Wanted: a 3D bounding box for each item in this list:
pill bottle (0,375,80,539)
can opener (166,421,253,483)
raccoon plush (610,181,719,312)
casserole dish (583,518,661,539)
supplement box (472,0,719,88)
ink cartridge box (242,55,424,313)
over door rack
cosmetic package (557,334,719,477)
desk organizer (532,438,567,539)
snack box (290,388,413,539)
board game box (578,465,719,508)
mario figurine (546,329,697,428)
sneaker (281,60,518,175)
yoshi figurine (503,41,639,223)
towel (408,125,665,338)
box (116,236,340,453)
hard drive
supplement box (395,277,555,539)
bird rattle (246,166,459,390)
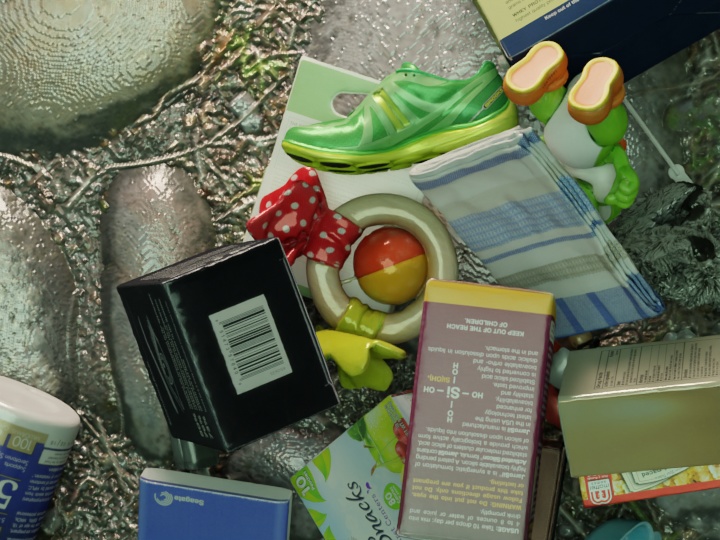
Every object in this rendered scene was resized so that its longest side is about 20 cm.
[{"bbox_3d":[-0.338,0.201,1.610,0.119,0.120,0.200,22,94,6],"label":"pill bottle"},{"bbox_3d":[-0.138,0.159,1.625,0.066,0.053,0.201,-16,91,-27],"label":"can opener"},{"bbox_3d":[0.259,0.008,1.546,0.200,0.097,0.134,-16,129,33],"label":"raccoon plush"},{"bbox_3d":[0.184,0.287,1.528,0.039,0.121,0.200,25,52,35],"label":"casserole dish"},{"bbox_3d":[0.181,-0.269,1.492,0.200,0.134,0.200,-29,64,7],"label":"supplement box"},{"bbox_3d":[-0.013,-0.071,1.594,0.145,0.048,0.201,19,96,7],"label":"ink cartridge box"},{"bbox_3d":[0.178,-0.105,1.563,0.148,0.067,0.200,-35,87,8],"label":"over door rack"},{"bbox_3d":[0.260,0.102,1.416,0.199,0.105,0.071,-7,108,16],"label":"cosmetic package"},{"bbox_3d":[0.127,0.241,1.576,0.077,0.072,0.201,9,92,9],"label":"desk organizer"},{"bbox_3d":[0.045,0.222,1.550,0.142,0.053,0.200,-43,71,33],"label":"snack box"},{"bbox_3d":[0.281,0.150,1.513,0.199,0.151,0.046,-10,90,8],"label":"board game box"},{"bbox_3d":[0.226,0.073,1.533,0.200,0.124,0.106,-9,51,27],"label":"mario figurine"},{"bbox_3d":[0.030,-0.129,1.525,0.199,0.074,0.084,-12,84,-2],"label":"sneaker"},{"bbox_3d":[0.167,-0.083,1.449,0.112,0.200,0.113,-17,56,5],"label":"yoshi figurine"},{"bbox_3d":[0.140,-0.025,1.463,0.200,0.147,0.024,50,54,-19],"label":"towel"},{"bbox_3d":[-0.114,0.060,1.503,0.104,0.200,0.148,-22,97,-17],"label":"box"},{"bbox_3d":[-0.132,0.275,1.597,0.132,0.025,0.201,8,114,7],"label":"hard drive"},{"bbox_3d":[0.094,0.115,1.432,0.103,0.131,0.201,6,84,7],"label":"supplement box"},{"bbox_3d":[0.000,0.000,1.546,0.163,0.113,0.200,-19,75,-5],"label":"bird rattle"}]
